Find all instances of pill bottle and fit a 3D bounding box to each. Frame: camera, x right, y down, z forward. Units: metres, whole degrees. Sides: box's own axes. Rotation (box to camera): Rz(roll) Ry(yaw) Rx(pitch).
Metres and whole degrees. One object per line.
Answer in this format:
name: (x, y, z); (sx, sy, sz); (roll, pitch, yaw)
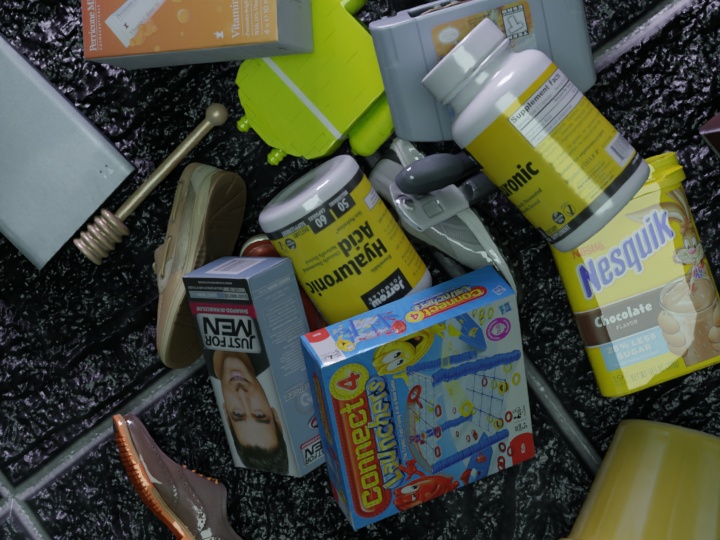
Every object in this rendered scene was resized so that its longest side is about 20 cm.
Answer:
pill bottle: (0.000, 0.000, 1.498); (0.111, 0.111, 0.201); (-34, 104, 4)
pill bottle: (0.152, -0.123, 1.393); (0.111, 0.111, 0.200); (-43, 92, 4)

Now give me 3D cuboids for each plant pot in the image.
plant pot: (0.287, 0.248, 1.475); (0.199, 0.201, 0.190); (16, 78, 2)

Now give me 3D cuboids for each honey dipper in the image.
honey dipper: (-0.204, -0.090, 1.550); (0.038, 0.038, 0.200); (43, 90, 0)

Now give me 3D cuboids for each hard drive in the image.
hard drive: (-0.339, -0.120, 1.553); (0.200, 0.033, 0.140); (44, 94, 0)

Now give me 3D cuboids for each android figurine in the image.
android figurine: (-0.037, -0.190, 1.518); (0.182, 0.041, 0.200); (45, 105, 8)

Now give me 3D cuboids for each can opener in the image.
can opener: (0.104, -0.090, 1.463); (0.053, 0.199, 0.066); (55, 135, 9)

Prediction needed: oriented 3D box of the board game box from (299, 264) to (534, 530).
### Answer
board game box: (0.057, 0.120, 1.464); (0.195, 0.056, 0.201); (-21, 125, -14)

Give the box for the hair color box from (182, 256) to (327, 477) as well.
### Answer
hair color box: (-0.094, 0.090, 1.497); (0.099, 0.060, 0.201); (1, 112, 46)

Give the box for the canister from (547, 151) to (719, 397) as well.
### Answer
canister: (0.264, 0.005, 1.506); (0.148, 0.087, 0.201); (-20, 94, 4)

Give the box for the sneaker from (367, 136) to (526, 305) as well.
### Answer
sneaker: (0.086, -0.040, 1.524); (0.079, 0.074, 0.200); (-43, 84, 14)

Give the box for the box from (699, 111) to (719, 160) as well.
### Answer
box: (0.450, -0.132, 1.449); (0.200, 0.164, 0.166); (-41, 91, 4)

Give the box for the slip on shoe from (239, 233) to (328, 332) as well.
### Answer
slip on shoe: (-0.057, 0.055, 1.536); (0.074, 0.061, 0.201); (-27, 90, 6)

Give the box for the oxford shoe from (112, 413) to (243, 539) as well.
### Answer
oxford shoe: (-0.177, 0.219, 1.557); (0.073, 0.071, 0.201); (-33, 96, -16)

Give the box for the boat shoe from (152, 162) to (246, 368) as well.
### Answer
boat shoe: (-0.166, -0.005, 1.541); (0.064, 0.071, 0.201); (19, 95, 37)

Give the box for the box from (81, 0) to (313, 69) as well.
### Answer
box: (-0.155, -0.263, 1.479); (0.198, 0.097, 0.125); (-3, 91, 18)

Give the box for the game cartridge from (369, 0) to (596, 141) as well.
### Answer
game cartridge: (0.118, -0.195, 1.463); (0.199, 0.042, 0.134); (-17, 113, -1)
